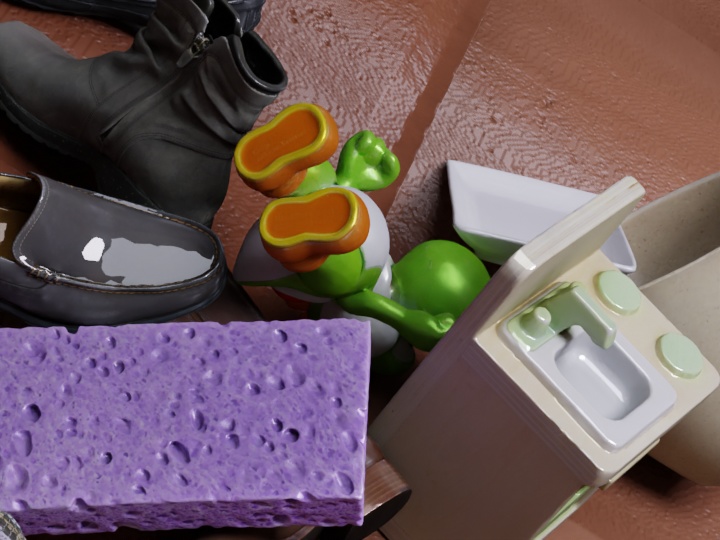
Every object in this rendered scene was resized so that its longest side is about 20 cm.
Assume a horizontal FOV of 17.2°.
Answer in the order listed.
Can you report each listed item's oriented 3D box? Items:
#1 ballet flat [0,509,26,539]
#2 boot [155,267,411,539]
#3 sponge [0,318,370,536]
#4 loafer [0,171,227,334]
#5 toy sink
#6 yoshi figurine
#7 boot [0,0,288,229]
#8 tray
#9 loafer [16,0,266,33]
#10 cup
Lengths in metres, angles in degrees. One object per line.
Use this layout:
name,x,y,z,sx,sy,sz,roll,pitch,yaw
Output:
ballet flat,-0.141,0.186,1.084,0.072,0.072,0.201,-16,65,-43
boot,-0.096,0.078,1.221,0.186,0.064,0.200,-22,64,-44
sponge,-0.094,0.076,1.167,0.199,0.030,0.112,-2,49,2
loafer,-0.164,-0.015,1.206,0.199,0.072,0.073,2,54,-12
toy sink,0.102,0.068,1.260,0.112,0.200,0.130,46,41,10
yoshi figurine,0.013,-0.009,1.276,0.112,0.200,0.113,23,73,28
boot,-0.121,-0.114,1.297,0.200,0.131,0.068,42,28,30
tray,0.102,-0.027,1.412,0.107,0.022,0.200,14,13,-2
loafer,-0.150,-0.186,1.411,0.200,0.070,0.068,18,43,-20
cup,0.208,0.040,1.392,0.200,0.200,0.144,-38,104,-48
